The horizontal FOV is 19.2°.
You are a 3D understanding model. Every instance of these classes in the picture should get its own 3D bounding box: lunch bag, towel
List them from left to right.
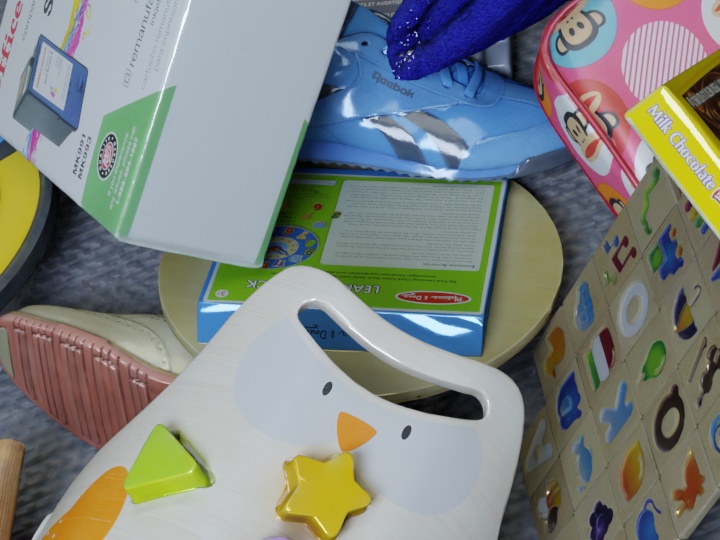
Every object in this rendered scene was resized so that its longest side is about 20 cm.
[{"bbox_3d":[0.114,-0.162,1.050,0.200,0.148,0.050,-28,78,-35],"label":"towel"},{"bbox_3d":[0.203,-0.091,1.039,0.200,0.082,0.176,-33,80,-7],"label":"lunch bag"}]

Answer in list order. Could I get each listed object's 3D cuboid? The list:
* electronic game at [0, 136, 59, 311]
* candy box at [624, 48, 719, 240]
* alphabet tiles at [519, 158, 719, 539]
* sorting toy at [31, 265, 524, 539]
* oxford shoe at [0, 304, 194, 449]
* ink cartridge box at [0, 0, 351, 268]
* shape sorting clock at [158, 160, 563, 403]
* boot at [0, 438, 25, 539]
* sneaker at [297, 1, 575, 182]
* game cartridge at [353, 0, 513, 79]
[{"bbox_3d":[-0.252,-0.012,1.118,0.199,0.042,0.200,-13,44,13],"label":"electronic game"},{"bbox_3d":[0.175,-0.049,0.905,0.026,0.200,0.102,-37,88,26],"label":"candy box"},{"bbox_3d":[0.121,0.052,0.930,0.006,0.200,0.167,11,42,-21],"label":"alphabet tiles"},{"bbox_3d":[-0.020,0.097,0.895,0.200,0.107,0.180,28,71,2],"label":"sorting toy"},{"bbox_3d":[-0.090,0.053,1.059,0.200,0.071,0.074,18,44,20],"label":"oxford shoe"},{"bbox_3d":[-0.104,-0.107,1.051,0.200,0.087,0.146,39,114,55],"label":"ink cartridge box"},{"bbox_3d":[0.000,0.000,1.048,0.199,0.039,0.200,-2,34,1],"label":"shape sorting clock"},{"bbox_3d":[-0.166,0.172,0.954,0.068,0.188,0.201,19,58,-20],"label":"boot"},{"bbox_3d":[0.019,-0.095,1.086,0.199,0.079,0.066,7,25,8],"label":"sneaker"},{"bbox_3d":[-0.013,-0.154,1.171,0.199,0.041,0.133,-3,63,12],"label":"game cartridge"}]
